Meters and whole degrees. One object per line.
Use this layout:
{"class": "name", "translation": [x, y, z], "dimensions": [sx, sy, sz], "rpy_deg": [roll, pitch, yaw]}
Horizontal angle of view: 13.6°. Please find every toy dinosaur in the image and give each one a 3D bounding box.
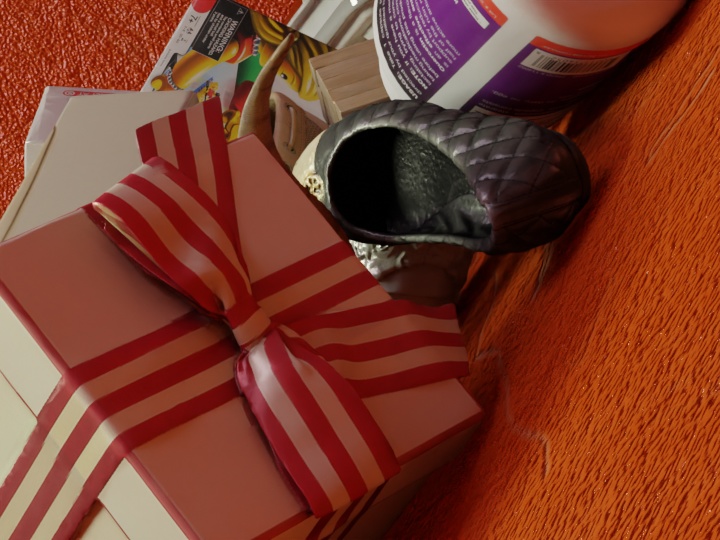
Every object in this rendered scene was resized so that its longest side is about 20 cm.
{"class": "toy dinosaur", "translation": [-0.036, -0.018, 1.368], "dimensions": [0.106, 0.201, 0.061], "rpy_deg": [-23, 30, 11]}

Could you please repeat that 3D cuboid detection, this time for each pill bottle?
{"class": "pill bottle", "translation": [0.073, -0.128, 1.388], "dimensions": [0.113, 0.112, 0.200], "rpy_deg": [-63, 8, -22]}

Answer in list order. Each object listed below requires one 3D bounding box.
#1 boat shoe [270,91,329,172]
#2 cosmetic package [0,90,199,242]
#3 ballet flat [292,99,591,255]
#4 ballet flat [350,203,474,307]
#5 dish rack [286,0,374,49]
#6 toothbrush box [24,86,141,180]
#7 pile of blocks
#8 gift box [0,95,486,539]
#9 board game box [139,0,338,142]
{"class": "boat shoe", "translation": [-0.057, -0.019, 1.492], "dimensions": [0.072, 0.065, 0.200], "rpy_deg": [-37, 16, 36]}
{"class": "cosmetic package", "translation": [-0.128, 0.008, 1.471], "dimensions": [0.200, 0.073, 0.104], "rpy_deg": [-69, -27, -54]}
{"class": "ballet flat", "translation": [0.024, -0.040, 1.338], "dimensions": [0.057, 0.067, 0.200], "rpy_deg": [-17, 10, -33]}
{"class": "ballet flat", "translation": [0.006, 0.038, 1.455], "dimensions": [0.200, 0.071, 0.072], "rpy_deg": [-57, 8, 35]}
{"class": "dish rack", "translation": [0.033, -0.154, 1.803], "dimensions": [0.171, 0.044, 0.200], "rpy_deg": [-23, -9, -23]}
{"class": "toothbrush box", "translation": [-0.114, 0.006, 1.720], "dimensions": [0.086, 0.145, 0.201], "rpy_deg": [-84, -3, -64]}
{"class": "pile of blocks", "translation": [0.063, -0.108, 1.545], "dimensions": [0.200, 0.062, 0.082], "rpy_deg": [-35, 40, -26]}
{"class": "gift box", "translation": [-0.071, 0.055, 1.258], "dimensions": [0.200, 0.185, 0.187], "rpy_deg": [-33, -15, -42]}
{"class": "board game box", "translation": [-0.076, -0.040, 1.613], "dimensions": [0.201, 0.126, 0.035], "rpy_deg": [-62, -11, -17]}
